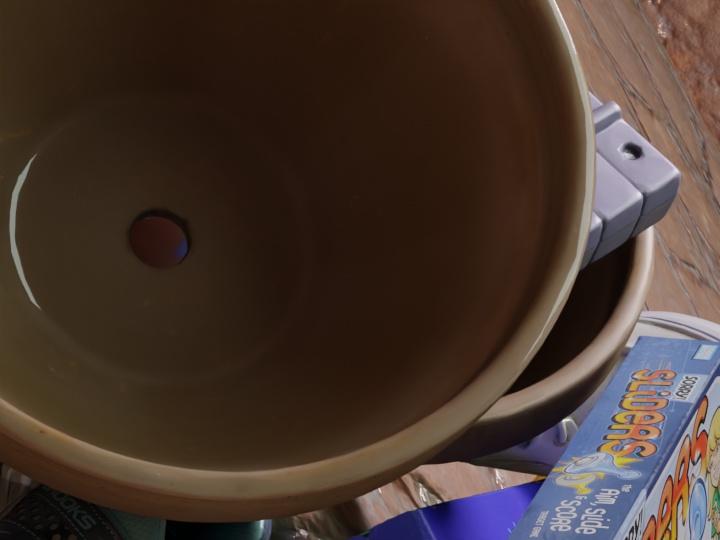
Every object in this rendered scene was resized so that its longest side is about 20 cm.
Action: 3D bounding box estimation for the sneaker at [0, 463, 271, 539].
[{"bbox_3d":[-0.059,0.075,0.788,0.078,0.086,0.200,59,14,-7],"label":"sneaker"}]

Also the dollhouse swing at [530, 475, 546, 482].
[{"bbox_3d":[0.176,0.176,1.282,0.176,0.182,0.200,45,2,37],"label":"dollhouse swing"}]

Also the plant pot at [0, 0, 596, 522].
[{"bbox_3d":[-0.047,-0.024,0.730,0.201,0.200,0.093,63,-22,12],"label":"plant pot"}]

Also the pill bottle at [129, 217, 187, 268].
[{"bbox_3d":[-0.097,-0.060,0.846,0.200,0.112,0.112,40,21,-24],"label":"pill bottle"}]

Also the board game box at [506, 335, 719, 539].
[{"bbox_3d":[0.082,0.117,0.885,0.200,0.034,0.136,-46,137,-63],"label":"board game box"}]

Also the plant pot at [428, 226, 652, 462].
[{"bbox_3d":[0.000,0.000,1.016,0.093,0.200,0.201,106,-30,-51],"label":"plant pot"}]

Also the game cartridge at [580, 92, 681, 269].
[{"bbox_3d":[0.000,-0.064,0.979,0.130,0.038,0.200,-29,62,-36],"label":"game cartridge"}]

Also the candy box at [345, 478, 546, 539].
[{"bbox_3d":[0.054,0.169,1.022,0.169,0.077,0.200,64,13,9],"label":"candy box"}]

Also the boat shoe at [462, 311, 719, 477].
[{"bbox_3d":[0.064,0.050,1.093,0.070,0.199,0.071,-22,116,-69],"label":"boat shoe"}]
